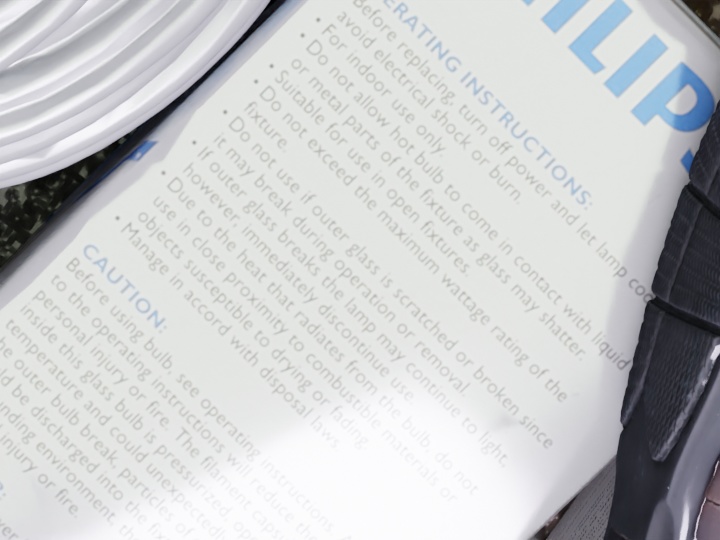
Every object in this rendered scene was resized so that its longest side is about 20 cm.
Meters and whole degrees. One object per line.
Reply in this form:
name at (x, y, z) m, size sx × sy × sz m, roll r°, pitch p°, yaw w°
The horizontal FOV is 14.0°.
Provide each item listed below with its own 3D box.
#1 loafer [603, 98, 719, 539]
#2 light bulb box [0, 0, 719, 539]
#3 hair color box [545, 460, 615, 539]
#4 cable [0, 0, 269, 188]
loafer at (0.083, 0.047, 0.586) m, size 0.063 × 0.072 × 0.200 m, roll 13°, pitch 100°, yaw -9°
light bulb box at (0.000, 0.000, 0.712) m, size 0.200 × 0.198 × 0.125 m, roll -44°, pitch 95°, yaw 6°
hair color box at (0.083, 0.088, 0.718) m, size 0.061 × 0.200 × 0.100 m, roll 35°, pitch 98°, yaw -2°
cable at (-0.100, -0.114, 0.616) m, size 0.200 × 0.069 × 0.200 m, roll -2°, pitch 95°, yaw -2°
